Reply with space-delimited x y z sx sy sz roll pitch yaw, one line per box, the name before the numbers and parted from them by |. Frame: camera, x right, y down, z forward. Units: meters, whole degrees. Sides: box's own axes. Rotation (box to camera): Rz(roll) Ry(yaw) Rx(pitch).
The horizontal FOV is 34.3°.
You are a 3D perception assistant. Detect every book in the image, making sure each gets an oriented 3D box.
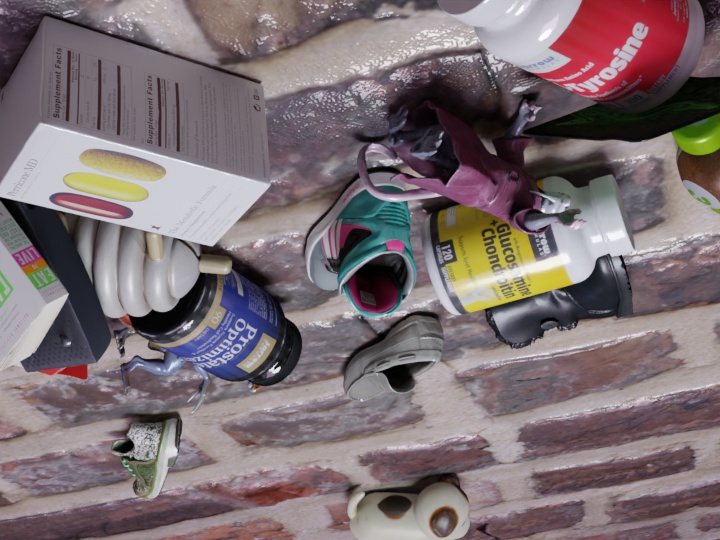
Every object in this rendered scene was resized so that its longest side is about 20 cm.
book | -0.347 -0.023 1.039 0.048 0.200 0.134 -32 171 -44

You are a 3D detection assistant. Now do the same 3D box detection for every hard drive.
hard drive | -0.309 -0.004 1.078 0.135 0.200 0.042 -11 -162 43

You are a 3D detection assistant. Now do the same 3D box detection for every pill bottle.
pill bottle | 0.159 -0.201 0.895 0.200 0.112 0.112 16 144 -34
pill bottle | 0.171 -0.031 1.196 0.200 0.112 0.112 -17 149 17
pill bottle | -0.152 0.057 1.285 0.112 0.112 0.200 -21 147 24

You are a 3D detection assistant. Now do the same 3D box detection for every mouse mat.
mouse mat | 0.243 -0.136 0.968 0.161 0.008 0.200 -21 -166 -15

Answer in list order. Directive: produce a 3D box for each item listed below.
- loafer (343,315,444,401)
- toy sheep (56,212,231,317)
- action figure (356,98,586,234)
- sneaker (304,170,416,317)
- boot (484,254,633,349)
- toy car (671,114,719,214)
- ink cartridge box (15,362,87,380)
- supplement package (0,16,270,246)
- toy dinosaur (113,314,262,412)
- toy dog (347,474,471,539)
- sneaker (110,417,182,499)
loafer | 0.038 0.127 1.489 0.070 0.070 0.200 10 147 -27
toy sheep | -0.223 -0.018 1.124 0.200 0.138 0.138 10 151 7
action figure | 0.117 -0.074 1.081 0.200 0.134 0.149 24 136 -33
sneaker | 0.000 0.000 1.206 0.084 0.121 0.200 5 149 -20
boot | 0.222 0.024 1.339 0.168 0.076 0.200 -16 156 9
toy car | 0.394 -0.061 1.100 0.158 0.200 0.164 -19 148 21
ink cartridge box | -0.348 0.032 1.196 0.200 0.116 0.067 21 140 -41
supplement package | -0.191 -0.111 0.982 0.200 0.110 0.114 13 145 -31
toy dinosaur | -0.190 0.097 1.368 0.181 0.105 0.200 -10 146 -13
toy dog | 0.095 0.417 1.978 0.200 0.140 0.194 -22 111 28
sneaker | -0.313 0.260 1.670 0.089 0.077 0.200 16 140 -12
